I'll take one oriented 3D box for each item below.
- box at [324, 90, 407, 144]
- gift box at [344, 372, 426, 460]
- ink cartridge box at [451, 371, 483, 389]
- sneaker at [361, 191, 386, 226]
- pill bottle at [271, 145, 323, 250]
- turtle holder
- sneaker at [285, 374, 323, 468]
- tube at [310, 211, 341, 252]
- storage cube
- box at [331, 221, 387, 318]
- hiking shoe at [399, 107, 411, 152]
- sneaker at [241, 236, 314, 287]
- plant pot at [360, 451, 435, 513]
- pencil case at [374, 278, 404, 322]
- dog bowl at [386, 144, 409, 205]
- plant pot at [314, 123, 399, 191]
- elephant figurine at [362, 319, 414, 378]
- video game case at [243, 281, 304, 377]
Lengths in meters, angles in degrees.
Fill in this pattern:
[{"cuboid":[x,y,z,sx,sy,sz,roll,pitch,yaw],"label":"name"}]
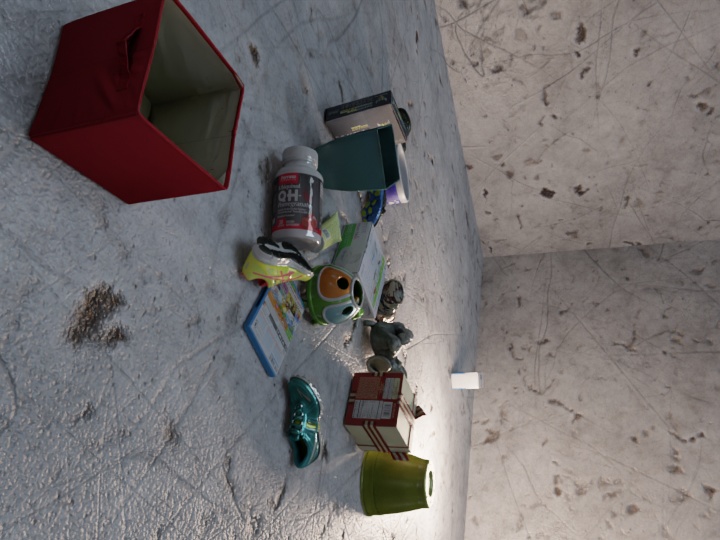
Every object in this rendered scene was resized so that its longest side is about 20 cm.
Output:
[{"cuboid":[0.017,-0.400,1.517,0.158,0.193,0.053,52,33,-55],"label":"box"},{"cuboid":[0.076,0.413,1.555,0.189,0.193,0.189,65,35,-46],"label":"gift box"},{"cuboid":[0.571,0.584,2.932,0.199,0.141,0.089,19,66,-68],"label":"ink cartridge box"},{"cuboid":[0.054,-0.199,1.763,0.203,0.068,0.084,-75,146,-47],"label":"sneaker"},{"cuboid":[-0.134,-0.156,1.189,0.110,0.107,0.208,31,58,-65],"label":"pill bottle"},{"cuboid":[-0.058,0.073,1.329,0.143,0.127,0.190,-66,146,-52],"label":"turtle holder"},{"cuboid":[-0.124,0.329,1.194,0.079,0.075,0.208,-25,111,-58],"label":"sneaker"},{"cuboid":[-0.083,-0.092,1.393,0.059,0.051,0.200,-57,176,22],"label":"tube"},{"cuboid":[-0.278,-0.212,0.713,0.200,0.174,0.177,43,47,-60],"label":"storage cube"},{"cuboid":[0.000,0.000,1.548,0.204,0.093,0.179,-74,151,-42],"label":"box"},{"cuboid":[0.144,-0.533,2.057,0.101,0.073,0.207,52,40,-61],"label":"hiking shoe"},{"cuboid":[-0.170,-0.005,1.118,0.079,0.091,0.198,48,13,29],"label":"sneaker"},{"cuboid":[0.119,0.625,1.631,0.199,0.186,0.209,-4,90,-69],"label":"plant pot"},{"cuboid":[0.083,0.104,1.683,0.201,0.075,0.092,103,-3,-66],"label":"pencil case"},{"cuboid":[0.114,-0.333,1.905,0.200,0.076,0.208,-8,90,-77],"label":"dog bowl"},{"cuboid":[-0.016,-0.278,1.407,0.141,0.193,0.147,-43,125,-63],"label":"plant pot"},{"cuboid":[0.081,0.269,1.699,0.138,0.155,0.206,-6,123,-36],"label":"elephant figurine"},{"cuboid":[-0.176,0.097,1.163,0.203,0.017,0.146,-70,149,-47],"label":"video game case"}]
